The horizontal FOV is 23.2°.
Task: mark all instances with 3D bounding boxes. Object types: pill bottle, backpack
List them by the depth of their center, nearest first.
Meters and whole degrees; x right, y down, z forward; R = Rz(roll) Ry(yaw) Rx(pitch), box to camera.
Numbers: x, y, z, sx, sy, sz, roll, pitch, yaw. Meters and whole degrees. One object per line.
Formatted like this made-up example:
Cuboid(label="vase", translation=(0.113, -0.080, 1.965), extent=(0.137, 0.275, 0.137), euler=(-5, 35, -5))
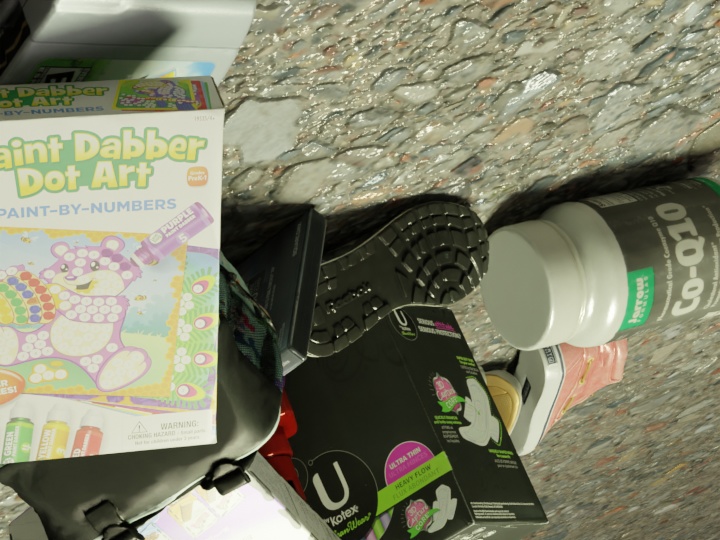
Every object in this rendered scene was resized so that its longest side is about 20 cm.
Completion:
Cuboid(label="backpack", translation=(-0.142, 0.052, 1.051), extent=(0.177, 0.151, 0.200), euler=(-32, -163, 9))
Cuboid(label="pill bottle", translation=(0.199, -0.004, 1.355), extent=(0.200, 0.113, 0.113), euler=(-12, 156, -29))

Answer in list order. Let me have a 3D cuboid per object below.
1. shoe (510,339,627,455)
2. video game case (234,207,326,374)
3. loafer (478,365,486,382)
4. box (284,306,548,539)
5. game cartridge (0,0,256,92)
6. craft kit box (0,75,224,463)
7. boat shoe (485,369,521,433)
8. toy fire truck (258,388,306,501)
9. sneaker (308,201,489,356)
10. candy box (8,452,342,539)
Cuboid(label="shoe", translation=(0.192, 0.112, 1.674), extent=(0.091, 0.072, 0.200), euler=(-13, 152, -15))
Cuboid(label="video game case", translation=(-0.102, 0.057, 1.169), extent=(0.200, 0.143, 0.019), euler=(-36, 118, 29))
Cuboid(label="loafer", translation=(0.047, 0.153, 1.618), extent=(0.070, 0.070, 0.200), euler=(0, 148, -46))
Cuboid(label="box", translation=(0.026, 0.144, 1.396), extent=(0.148, 0.200, 0.124), euler=(-34, 155, 25))
Cuboid(label="game cartridge", translation=(-0.142, -0.092, 0.899), extent=(0.133, 0.041, 0.200), euler=(-9, 154, -43))
Cuboid(label="craft kit box", translation=(-0.168, 0.005, 0.867), extent=(0.200, 0.049, 0.198), euler=(-5, 119, -14))
Cuboid(label="boat shoe", translation=(0.106, 0.154, 1.706), extent=(0.069, 0.071, 0.200), euler=(-40, 167, -46))
Cuboid(label="toy fire truck", translation=(-0.117, 0.179, 1.327), extent=(0.176, 0.200, 0.129), euler=(-22, 158, -7))
Cuboid(label="sneaker", translation=(0.000, 0.000, 1.246), extent=(0.200, 0.076, 0.087), euler=(-21, -167, -36))
Cuboid(label="candy box", translation=(-0.119, 0.206, 1.245), extent=(0.168, 0.072, 0.200), euler=(-38, 120, 3))
